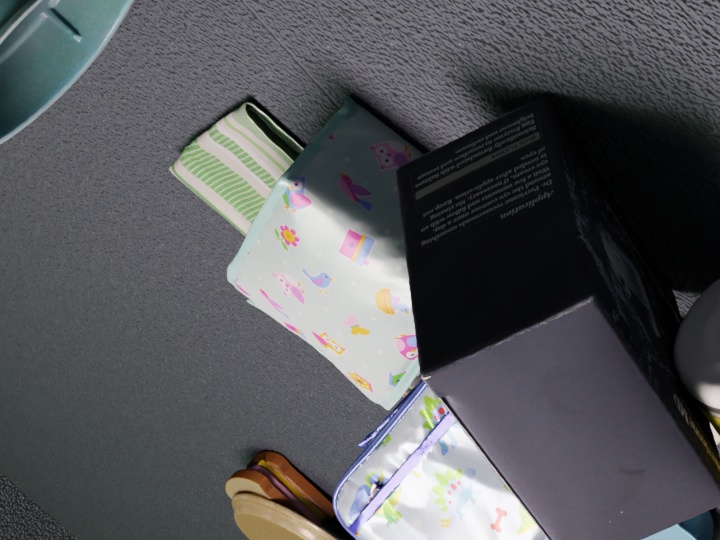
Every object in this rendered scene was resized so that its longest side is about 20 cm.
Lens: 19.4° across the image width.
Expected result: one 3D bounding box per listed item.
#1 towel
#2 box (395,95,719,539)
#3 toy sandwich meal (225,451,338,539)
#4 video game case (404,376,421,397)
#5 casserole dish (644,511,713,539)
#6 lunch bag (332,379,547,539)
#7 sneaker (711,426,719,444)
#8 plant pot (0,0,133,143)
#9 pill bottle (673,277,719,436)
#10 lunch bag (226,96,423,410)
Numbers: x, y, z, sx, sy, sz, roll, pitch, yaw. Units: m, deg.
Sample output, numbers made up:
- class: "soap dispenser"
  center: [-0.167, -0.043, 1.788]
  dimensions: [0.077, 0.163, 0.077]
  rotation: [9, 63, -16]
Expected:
- class: "towel"
  center: [-0.070, -0.059, 1.690]
  dimensions: [0.152, 0.023, 0.200]
  rotation: [42, 160, -11]
- class: "box"
  center: [0.122, 0.038, 1.300]
  dimensions: [0.117, 0.200, 0.197]
  rotation: [-26, 127, 16]
- class: "toy sandwich meal"
  center: [-0.062, 0.285, 2.368]
  dimensions: [0.205, 0.070, 0.205]
  rotation: [28, 159, 12]
- class: "video game case"
  center: [0.083, 0.118, 1.670]
  dimensions: [0.200, 0.018, 0.143]
  rotation: [33, 175, 11]
- class: "casserole dish"
  center: [0.233, 0.208, 1.739]
  dimensions: [0.121, 0.039, 0.200]
  rotation: [34, 159, 12]
- class: "lunch bag"
  center: [0.084, 0.152, 1.563]
  dimensions: [0.161, 0.200, 0.082]
  rotation: [45, -156, 9]
- class: "sneaker"
  center: [0.189, 0.065, 1.442]
  dimensions: [0.111, 0.077, 0.200]
  rotation: [32, 168, -13]
- class: "plant pot"
  center: [-0.290, -0.218, 1.499]
  dimensions: [0.196, 0.200, 0.200]
  rotation: [44, 161, 8]
- class: "pill bottle"
  center: [0.285, 0.095, 1.297]
  dimensions: [0.114, 0.114, 0.200]
  rotation: [11, 148, 51]
- class: "lunch bag"
  center: [0.000, 0.000, 1.527]
  dimensions: [0.170, 0.122, 0.200]
  rotation: [37, 144, 2]
